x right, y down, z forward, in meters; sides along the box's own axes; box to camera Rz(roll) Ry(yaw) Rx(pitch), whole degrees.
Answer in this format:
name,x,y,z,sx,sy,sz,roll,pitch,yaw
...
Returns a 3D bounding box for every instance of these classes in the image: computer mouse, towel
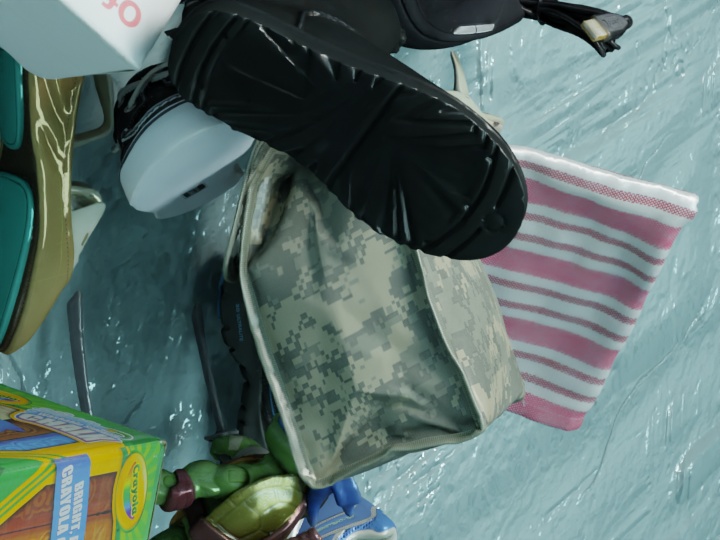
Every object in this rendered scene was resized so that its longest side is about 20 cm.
name,x,y,z,sx,sy,sz,roll,pitch,yaw
computer mouse,0.079,-0.151,1.554,0.200,0.140,0.046,-4,110,-59
towel,0.098,0.013,1.484,0.030,0.146,0.200,-93,-161,-46

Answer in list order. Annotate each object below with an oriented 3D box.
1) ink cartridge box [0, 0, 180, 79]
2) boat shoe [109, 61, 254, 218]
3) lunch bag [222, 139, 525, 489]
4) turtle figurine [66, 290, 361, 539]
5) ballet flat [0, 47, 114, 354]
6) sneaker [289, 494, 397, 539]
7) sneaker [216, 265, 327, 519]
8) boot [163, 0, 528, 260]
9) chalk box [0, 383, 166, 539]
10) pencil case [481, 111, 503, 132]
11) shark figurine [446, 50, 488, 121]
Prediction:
name,x,y,z,sx,sy,sz,roll,pitch,yaw
ink cartridge box,-0.127,-0.211,1.189,0.148,0.086,0.200,41,65,-32
boat shoe,-0.097,-0.074,1.297,0.072,0.068,0.200,-29,177,-1
lunch bag,0.000,0.000,1.346,0.164,0.117,0.200,-21,93,-78
turtle figurine,-0.115,0.127,1.421,0.194,0.200,0.144,-55,-177,11
ballet flat,-0.154,-0.054,1.267,0.063,0.069,0.200,-4,109,-28
sneaker,-0.046,0.223,1.579,0.200,0.077,0.076,-65,151,-13
sneaker,-0.033,0.073,1.510,0.073,0.082,0.200,-80,165,-50
boot,-0.003,-0.096,1.230,0.073,0.198,0.163,-59,-174,22
chalk box,-0.184,0.131,1.255,0.200,0.124,0.125,-7,109,-58
pencil case,0.025,-0.014,1.588,0.089,0.078,0.200,20,86,-48
shark figurine,0.065,-0.040,1.533,0.215,0.089,0.128,53,13,-37
